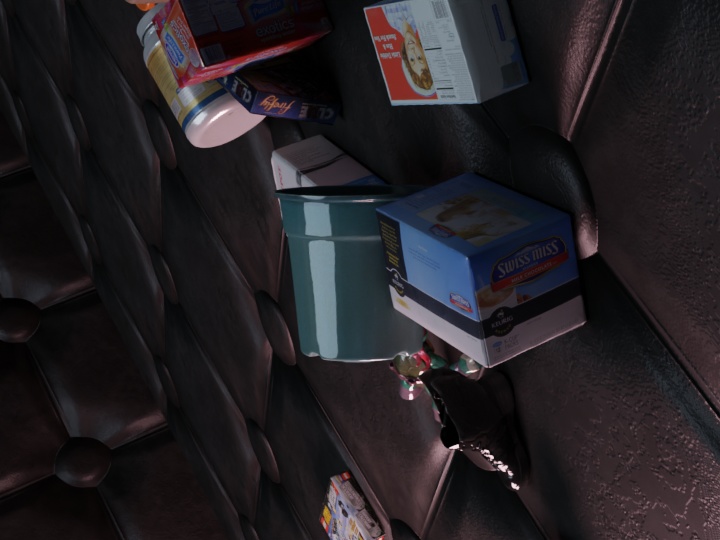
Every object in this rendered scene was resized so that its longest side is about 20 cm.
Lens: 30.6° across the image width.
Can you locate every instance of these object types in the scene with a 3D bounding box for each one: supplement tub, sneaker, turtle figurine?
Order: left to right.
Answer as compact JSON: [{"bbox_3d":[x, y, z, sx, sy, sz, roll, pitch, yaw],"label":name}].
[{"bbox_3d":[-0.235,-0.302,1.973,0.200,0.145,0.145,60,158,10],"label":"supplement tub"},{"bbox_3d":[0.084,0.107,1.696,0.150,0.101,0.200,51,159,37],"label":"turtle figurine"},{"bbox_3d":[0.141,0.199,1.627,0.060,0.104,0.200,28,136,58],"label":"sneaker"}]

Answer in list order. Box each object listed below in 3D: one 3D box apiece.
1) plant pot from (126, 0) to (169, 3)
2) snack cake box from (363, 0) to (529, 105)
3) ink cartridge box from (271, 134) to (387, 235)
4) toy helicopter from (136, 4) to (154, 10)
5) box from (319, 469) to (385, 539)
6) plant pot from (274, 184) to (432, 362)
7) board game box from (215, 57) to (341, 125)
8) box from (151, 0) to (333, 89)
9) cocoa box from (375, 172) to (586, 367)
[{"bbox_3d":[-0.263,-0.455,1.862,0.200,0.174,0.200,49,152,38],"label":"plant pot"},{"bbox_3d":[0.086,-0.237,1.379,0.200,0.067,0.115,15,127,65],"label":"snack cake box"},{"bbox_3d":[-0.034,-0.079,1.804,0.200,0.084,0.145,41,147,49],"label":"ink cartridge box"},{"bbox_3d":[-0.275,-0.434,2.085,0.200,0.079,0.132,48,144,19],"label":"toy helicopter"},{"bbox_3d":[-0.017,0.459,2.363,0.137,0.040,0.200,57,157,24],"label":"box"},{"bbox_3d":[0.000,0.000,1.572,0.200,0.200,0.196,-165,71,-64],"label":"plant pot"},{"bbox_3d":[-0.132,-0.263,1.791,0.200,0.135,0.035,46,123,45],"label":"board game box"},{"bbox_3d":[-0.149,-0.313,1.679,0.095,0.200,0.100,-19,93,60],"label":"box"},{"bbox_3d":[0.126,-0.007,1.416,0.200,0.133,0.131,32,139,57],"label":"cocoa box"}]
